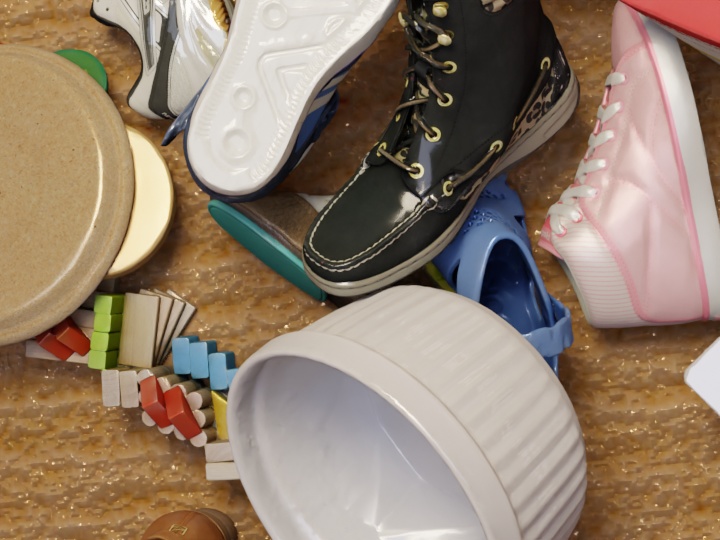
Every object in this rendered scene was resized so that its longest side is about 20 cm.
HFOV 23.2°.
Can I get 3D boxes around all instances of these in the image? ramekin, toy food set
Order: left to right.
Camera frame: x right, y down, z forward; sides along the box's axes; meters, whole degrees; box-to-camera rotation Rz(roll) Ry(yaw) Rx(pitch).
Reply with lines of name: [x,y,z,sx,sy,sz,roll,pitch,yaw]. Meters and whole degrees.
toy food set: [-0.227,-0.051,1.100,0.200,0.049,0.198,-40,72,6]
ramekin: [0.032,0.104,0.971,0.105,0.200,0.200,-35,83,-35]

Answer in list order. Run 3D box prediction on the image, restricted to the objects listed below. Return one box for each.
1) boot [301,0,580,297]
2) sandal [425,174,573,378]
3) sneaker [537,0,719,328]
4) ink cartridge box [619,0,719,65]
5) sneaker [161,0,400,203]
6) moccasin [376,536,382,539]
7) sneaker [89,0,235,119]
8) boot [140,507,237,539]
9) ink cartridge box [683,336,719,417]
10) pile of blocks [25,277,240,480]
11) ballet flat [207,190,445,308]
boot: [0.032,-0.096,0.953,0.203,0.154,0.073,-42,54,-18]
sandal: [0.076,-0.005,1.021,0.079,0.087,0.201,-15,70,-16]
sneaker: [0.148,-0.060,1.030,0.104,0.075,0.201,-11,93,5]
ink cartridge box: [0.221,-0.138,0.946,0.200,0.116,0.067,25,98,-32]
sneaker: [-0.037,-0.130,1.010,0.080,0.146,0.200,30,93,-3]
moccasin: [-0.014,0.219,1.068,0.073,0.078,0.202,26,77,25]
sneaker: [-0.133,-0.190,1.081,0.087,0.076,0.201,-17,87,10]
boot: [-0.129,0.241,1.046,0.076,0.155,0.201,22,95,9]
ink cartridge box: [0.294,0.028,1.009,0.115,0.068,0.200,46,98,9]
pile of blocks: [-0.124,0.061,1.090,0.200,0.062,0.082,31,96,8]
ballet flat: [0.000,0.000,1.071,0.200,0.068,0.072,41,77,7]
